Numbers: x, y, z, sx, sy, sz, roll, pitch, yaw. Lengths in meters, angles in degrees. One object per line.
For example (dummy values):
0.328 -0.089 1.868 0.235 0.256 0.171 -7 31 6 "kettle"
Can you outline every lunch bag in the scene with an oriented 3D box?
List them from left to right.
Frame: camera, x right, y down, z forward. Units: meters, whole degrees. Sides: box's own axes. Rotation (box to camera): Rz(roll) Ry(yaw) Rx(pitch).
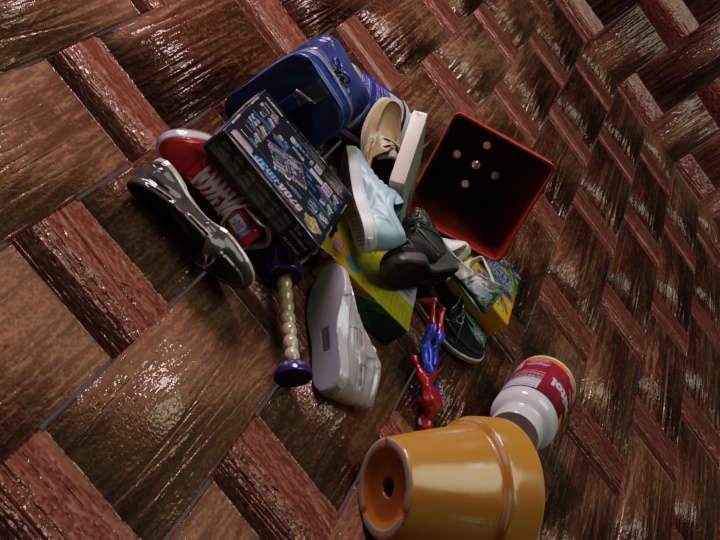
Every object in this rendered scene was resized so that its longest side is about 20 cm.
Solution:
-0.090 -0.244 1.450 0.137 0.199 0.133 55 34 -12 "lunch bag"

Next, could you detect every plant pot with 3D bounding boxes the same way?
0.104 0.284 1.277 0.181 0.200 0.202 11 52 -31 "plant pot"
0.210 -0.170 1.785 0.198 0.201 0.177 28 21 -5 "plant pot"

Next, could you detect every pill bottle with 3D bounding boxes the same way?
0.012 -0.262 1.689 0.199 0.115 0.117 28 41 -39 "pill bottle"
0.279 0.227 1.626 0.114 0.112 0.200 56 32 -2 "pill bottle"

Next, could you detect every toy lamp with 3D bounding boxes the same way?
-0.098 0.054 1.313 0.058 0.058 0.202 26 46 -40 "toy lamp"

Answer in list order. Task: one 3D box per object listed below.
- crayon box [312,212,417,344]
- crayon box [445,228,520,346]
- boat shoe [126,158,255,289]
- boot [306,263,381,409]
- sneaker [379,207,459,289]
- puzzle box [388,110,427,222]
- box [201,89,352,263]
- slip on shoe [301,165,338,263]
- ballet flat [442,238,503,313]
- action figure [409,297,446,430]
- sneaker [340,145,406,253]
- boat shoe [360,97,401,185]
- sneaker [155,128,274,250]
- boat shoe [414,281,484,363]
0.000 0.000 1.499 0.200 0.051 0.128 45 33 -20 "crayon box"
0.219 0.028 1.780 0.126 0.051 0.201 49 33 -13 "crayon box"
-0.215 -0.047 1.238 0.201 0.067 0.057 51 47 -2 "boat shoe"
-0.020 0.095 1.381 0.095 0.073 0.202 34 46 -42 "boot"
0.071 -0.035 1.515 0.199 0.076 0.115 -5 62 -58 "sneaker"
0.070 -0.143 1.582 0.025 0.201 0.134 16 64 6 "puzzle box"
-0.107 -0.131 1.342 0.201 0.046 0.159 50 31 -14 "box"
-0.080 -0.086 1.463 0.060 0.075 0.201 15 47 0 "slip on shoe"
0.172 -0.008 1.668 0.074 0.075 0.200 14 28 -48 "ballet flat"
0.101 0.144 1.496 0.066 0.051 0.203 52 35 -57 "action figure"
0.020 -0.104 1.472 0.081 0.074 0.202 -1 53 -17 "sneaker"
0.037 -0.182 1.606 0.073 0.066 0.203 15 85 -37 "boat shoe"
-0.186 -0.100 1.311 0.199 0.071 0.114 32 36 -38 "sneaker"
0.146 0.071 1.630 0.201 0.062 0.075 51 30 -12 "boat shoe"
